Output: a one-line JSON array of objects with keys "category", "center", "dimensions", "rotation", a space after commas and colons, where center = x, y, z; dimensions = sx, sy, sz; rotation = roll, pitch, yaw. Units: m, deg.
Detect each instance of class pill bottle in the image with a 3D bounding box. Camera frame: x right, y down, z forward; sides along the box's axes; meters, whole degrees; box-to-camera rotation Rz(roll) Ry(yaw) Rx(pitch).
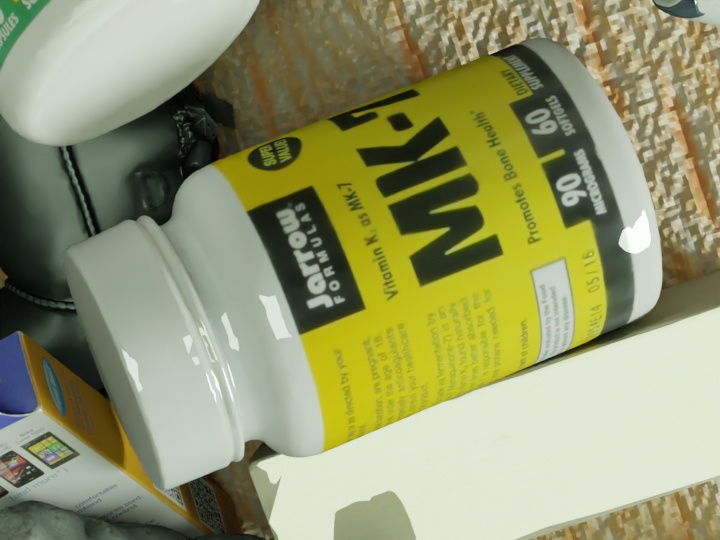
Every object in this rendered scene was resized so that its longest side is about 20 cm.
[{"category": "pill bottle", "center": [-0.133, -0.154, 1.023], "dimensions": [0.113, 0.113, 0.200], "rotation": [-40, 74, 13]}, {"category": "pill bottle", "center": [0.000, 0.000, 1.032], "dimensions": [0.199, 0.114, 0.115], "rotation": [-23, 97, -12]}]

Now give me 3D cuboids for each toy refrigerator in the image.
[{"category": "toy refrigerator", "center": [0.065, 0.067, 1.087], "dimensions": [0.199, 0.076, 0.070], "rotation": [-20, 97, 10]}]

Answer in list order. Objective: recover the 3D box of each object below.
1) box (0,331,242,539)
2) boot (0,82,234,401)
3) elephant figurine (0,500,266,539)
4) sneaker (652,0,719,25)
[{"category": "box", "center": [-0.137, 0.092, 1.068], "dimensions": [0.119, 0.200, 0.042], "rotation": [-27, 55, 11]}, {"category": "boot", "center": [-0.136, -0.011, 1.102], "dimensions": [0.197, 0.073, 0.163], "rotation": [-14, 100, 3]}, {"category": "elephant figurine", "center": [-0.099, 0.195, 1.015], "dimensions": [0.155, 0.141, 0.201], "rotation": [-29, 59, 14]}, {"category": "sneaker", "center": [0.147, -0.185, 1.020], "dimensions": [0.073, 0.071, 0.201], "rotation": [16, 106, 46]}]
